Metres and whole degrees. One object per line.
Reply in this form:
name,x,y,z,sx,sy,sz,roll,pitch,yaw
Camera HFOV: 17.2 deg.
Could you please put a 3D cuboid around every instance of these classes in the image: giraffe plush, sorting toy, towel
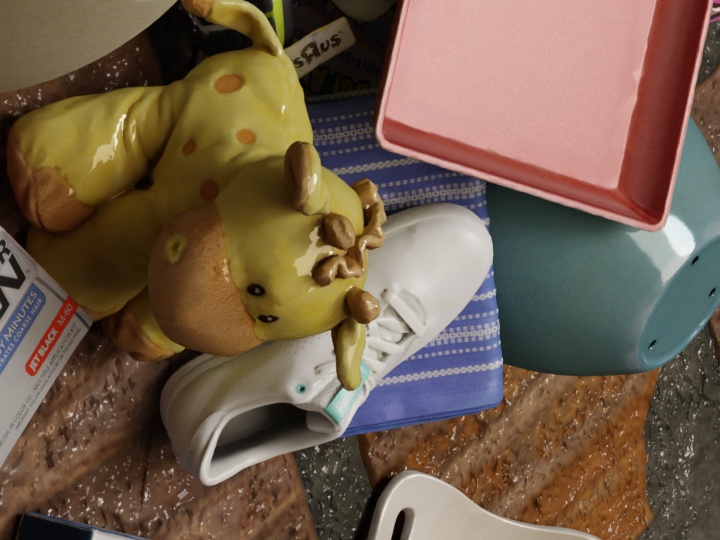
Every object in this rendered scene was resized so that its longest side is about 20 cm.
giraffe plush,-0.055,-0.018,1.127,0.200,0.162,0.172,-44,129,8
sorting toy,0.059,0.216,1.388,0.180,0.106,0.201,48,46,-25
towel,0.000,0.000,1.263,0.144,0.024,0.201,-9,118,-3

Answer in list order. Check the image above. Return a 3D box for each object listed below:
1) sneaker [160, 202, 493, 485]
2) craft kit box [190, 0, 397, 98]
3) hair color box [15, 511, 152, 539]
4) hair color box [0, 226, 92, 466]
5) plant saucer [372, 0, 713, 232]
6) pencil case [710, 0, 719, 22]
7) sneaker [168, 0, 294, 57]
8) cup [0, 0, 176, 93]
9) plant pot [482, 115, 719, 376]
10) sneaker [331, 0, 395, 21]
sneaker,-0.009,0.046,1.225,0.200,0.089,0.075,-36,115,3
craft kit box,0.005,-0.158,1.313,0.199,0.048,0.199,19,84,-46
hair color box,-0.098,0.195,1.239,0.199,0.060,0.101,22,80,-46
hair color box,-0.222,0.005,1.077,0.200,0.064,0.111,48,62,-38
plant saucer,0.094,-0.138,1.214,0.199,0.037,0.201,15,86,-35
pencil case,0.193,-0.255,1.467,0.093,0.091,0.201,-17,115,-7
sneaker,-0.064,-0.199,1.198,0.081,0.074,0.201,-22,102,-50
cup,-0.143,-0.176,1.077,0.200,0.143,0.202,-8,101,-46
plant pot,0.134,-0.018,1.346,0.200,0.135,0.201,-39,151,-27
sneaker,0.023,-0.228,1.219,0.075,0.099,0.201,8,91,-49
